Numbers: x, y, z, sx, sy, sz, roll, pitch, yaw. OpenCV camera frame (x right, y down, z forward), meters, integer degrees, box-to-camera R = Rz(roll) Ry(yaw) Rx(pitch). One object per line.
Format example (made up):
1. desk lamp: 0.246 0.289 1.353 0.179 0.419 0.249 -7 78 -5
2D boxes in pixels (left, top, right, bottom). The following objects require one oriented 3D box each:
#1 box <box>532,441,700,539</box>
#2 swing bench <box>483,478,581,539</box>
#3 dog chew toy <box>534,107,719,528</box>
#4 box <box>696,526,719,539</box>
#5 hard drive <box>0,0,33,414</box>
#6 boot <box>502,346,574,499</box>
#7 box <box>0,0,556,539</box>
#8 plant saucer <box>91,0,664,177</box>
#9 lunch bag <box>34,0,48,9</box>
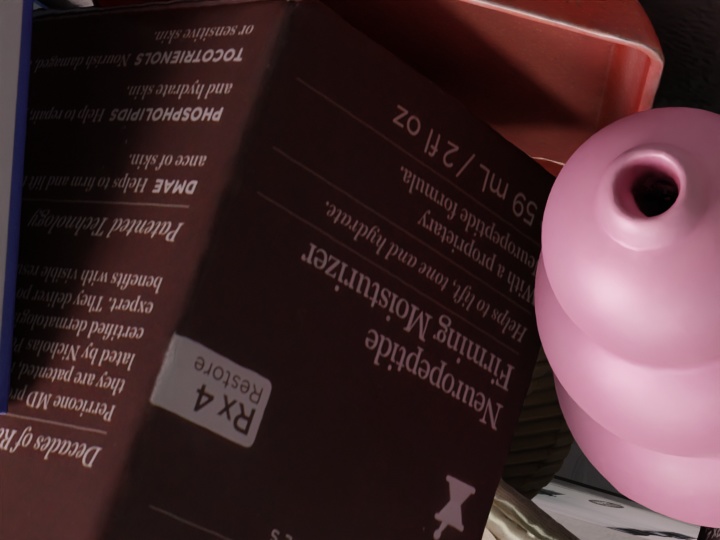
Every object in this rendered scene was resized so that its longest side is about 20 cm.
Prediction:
1. box: 0.142 0.107 1.063 0.200 0.060 0.117 18 167 -26
2. swing bench: 0.052 0.166 0.826 0.199 0.130 0.200 37 -158 -11
3. dog chew toy: 0.113 0.011 0.627 0.124 0.125 0.200 12 163 24
4. box: 0.262 0.110 0.756 0.200 0.131 0.199 24 151 -7
5. hard drive: -0.154 -0.058 0.629 0.025 0.200 0.132 5 179 -45
6. boot: 0.020 0.074 0.982 0.072 0.200 0.166 7 -149 -40
7. box: -0.053 0.030 0.674 0.164 0.200 0.166 3 159 45
8. plant saucer: 0.005 -0.078 0.674 0.199 0.037 0.200 17 165 7
9. lunch bag: -0.150 -0.055 0.856 0.161 0.083 0.200 1 158 41
